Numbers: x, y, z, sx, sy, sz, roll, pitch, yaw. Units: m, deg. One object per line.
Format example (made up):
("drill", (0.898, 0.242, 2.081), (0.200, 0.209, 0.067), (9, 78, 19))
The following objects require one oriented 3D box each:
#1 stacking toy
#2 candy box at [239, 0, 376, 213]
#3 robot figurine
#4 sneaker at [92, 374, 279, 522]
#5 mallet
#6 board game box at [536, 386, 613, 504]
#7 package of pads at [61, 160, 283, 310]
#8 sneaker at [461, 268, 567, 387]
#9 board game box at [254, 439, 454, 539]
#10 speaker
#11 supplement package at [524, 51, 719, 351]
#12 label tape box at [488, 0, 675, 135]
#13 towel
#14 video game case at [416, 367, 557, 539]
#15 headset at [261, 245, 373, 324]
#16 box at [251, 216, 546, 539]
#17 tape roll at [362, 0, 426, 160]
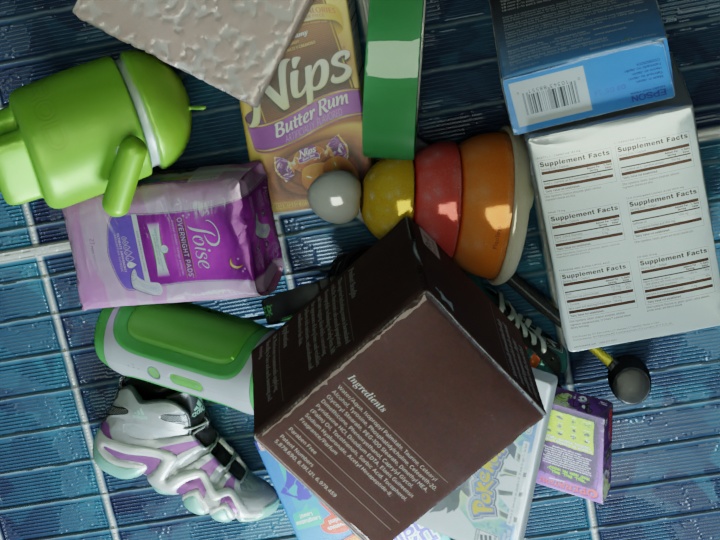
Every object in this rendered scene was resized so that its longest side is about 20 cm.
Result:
("stacking toy", (0.050, -0.067, 1.653), (0.198, 0.146, 0.148), (5, 111, -8))
("candy box", (-0.053, -0.159, 1.689), (0.115, 0.057, 0.202), (-6, 109, 8))
("robot figurine", (-0.243, -0.130, 1.652), (0.198, 0.176, 0.116), (-21, 126, -11))
("sneaker", (-0.160, 0.162, 1.806), (0.198, 0.078, 0.141), (20, 112, -4))
("mallet", (0.204, 0.055, 1.765), (0.200, 0.066, 0.041), (41, 99, 5))
("board game box", (0.146, 0.149, 1.741), (0.198, 0.032, 0.121), (16, 131, 22))
("package of pads", (-0.179, -0.031, 1.700), (0.198, 0.076, 0.122), (-4, 109, 19))
("sneaker", (0.154, 0.072, 1.757), (0.079, 0.072, 0.201), (-25, 115, 12))
("board game box", (-0.001, 0.227, 1.836), (0.151, 0.045, 0.201), (-20, 109, 11))
("speaker", (-0.156, 0.078, 1.735), (0.198, 0.088, 0.089), (15, 114, 26))
("supplement package", (0.235, -0.066, 1.629), (0.146, 0.192, 0.202), (-11, 109, 8))
("label tape box", (0.190, -0.212, 1.586), (0.143, 0.201, 0.064), (-13, 126, 9))
("towel", (-0.134, -0.272, 1.624), (0.199, 0.032, 0.192), (28, 96, 7))
("video game case", (0.085, 0.161, 1.727), (0.181, 0.022, 0.202), (19, 118, 20))
("headset", (0.000, 0.000, 1.721), (0.198, 0.124, 0.095), (-14, 87, -5))
("box", (0.028, 0.098, 1.582), (0.200, 0.166, 0.164), (-40, 110, 14))
("tape roll", (0.032, -0.199, 1.590), (0.048, 0.201, 0.202), (3, 111, 3))
